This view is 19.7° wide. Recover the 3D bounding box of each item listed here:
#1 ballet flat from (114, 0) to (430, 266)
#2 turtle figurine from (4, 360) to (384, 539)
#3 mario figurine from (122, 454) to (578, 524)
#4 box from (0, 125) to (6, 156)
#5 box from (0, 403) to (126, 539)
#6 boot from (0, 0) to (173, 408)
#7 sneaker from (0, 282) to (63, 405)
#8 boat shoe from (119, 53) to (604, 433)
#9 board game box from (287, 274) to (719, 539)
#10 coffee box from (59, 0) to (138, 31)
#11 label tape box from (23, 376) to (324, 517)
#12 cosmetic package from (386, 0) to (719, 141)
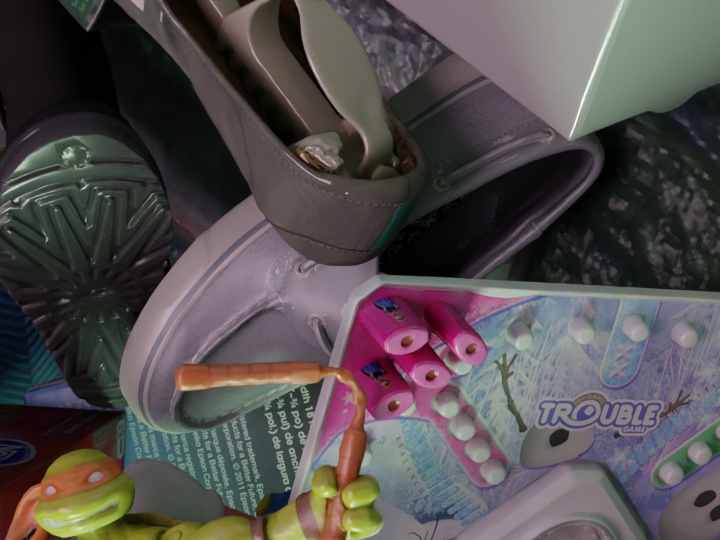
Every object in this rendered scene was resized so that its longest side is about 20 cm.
[{"bbox_3d":[-0.041,-0.094,0.709,0.200,0.067,0.064,55,142,11],"label":"ballet flat"},{"bbox_3d":[-0.068,0.121,0.627,0.200,0.064,0.161,-24,93,5],"label":"turtle figurine"},{"bbox_3d":[-0.028,0.089,0.719,0.123,0.200,0.106,67,174,-24],"label":"mario figurine"},{"bbox_3d":[-0.232,-0.071,0.957,0.200,0.117,0.048,29,116,34],"label":"box"},{"bbox_3d":[-0.158,0.112,0.751,0.095,0.200,0.100,4,97,10],"label":"box"},{"bbox_3d":[-0.118,-0.070,0.811,0.165,0.066,0.200,90,168,-54],"label":"boot"},{"bbox_3d":[-0.173,0.042,0.927,0.081,0.076,0.200,47,146,27],"label":"sneaker"},{"bbox_3d":[0.001,0.000,0.749,0.201,0.070,0.072,-40,50,4],"label":"boat shoe"},{"bbox_3d":[0.066,0.099,0.685,0.026,0.200,0.200,53,133,53],"label":"board game box"},{"bbox_3d":[-0.115,-0.179,0.832,0.200,0.123,0.044,47,128,22],"label":"coffee box"},{"bbox_3d":[-0.024,0.093,0.839,0.200,0.063,0.144,-14,90,24],"label":"label tape box"},{"bbox_3d":[0.045,-0.140,0.703,0.200,0.108,0.085,39,132,28],"label":"cosmetic package"}]
